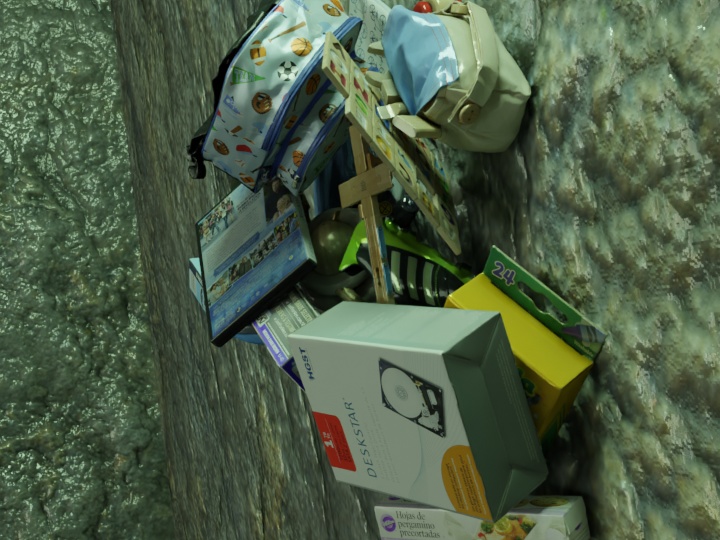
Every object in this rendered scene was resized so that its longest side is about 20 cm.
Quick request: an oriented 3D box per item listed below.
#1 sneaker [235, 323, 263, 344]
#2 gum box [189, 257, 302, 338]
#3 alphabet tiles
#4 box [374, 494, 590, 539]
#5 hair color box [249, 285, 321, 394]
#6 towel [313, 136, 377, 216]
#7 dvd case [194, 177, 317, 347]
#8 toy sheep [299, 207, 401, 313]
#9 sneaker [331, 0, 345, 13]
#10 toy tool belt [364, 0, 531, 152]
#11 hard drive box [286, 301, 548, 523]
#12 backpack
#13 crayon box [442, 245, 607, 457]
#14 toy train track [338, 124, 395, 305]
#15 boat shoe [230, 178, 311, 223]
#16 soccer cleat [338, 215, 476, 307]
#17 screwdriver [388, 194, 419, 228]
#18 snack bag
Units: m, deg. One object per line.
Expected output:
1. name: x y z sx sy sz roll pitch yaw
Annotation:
1. sneaker: -0.049 0.081 1.254 0.066 0.199 0.079 -112 22 -67
2. gum box: -0.097 0.024 1.362 0.170 0.199 0.045 -137 45 -60
3. alphabet tiles: 0.029 -0.125 0.999 0.200 0.008 0.167 50 -161 -23
4. box: 0.104 0.222 0.969 0.199 0.041 0.039 -7 100 39
5. hair color box: -0.025 0.110 1.137 0.200 0.065 0.109 52 178 -36
6. towel: -0.017 -0.110 1.277 0.200 0.048 0.112 120 148 -67
7. dvd case: -0.116 -0.029 1.164 0.143 0.018 0.201 -40 38 19
8. toy sheep: 0.000 0.000 1.180 0.200 0.137 0.139 45 -156 -60
9. sneaker: -0.051 -0.217 1.247 0.077 0.072 0.201 -84 1 -72
10. toy tool belt: 0.060 -0.187 0.983 0.125 0.122 0.201 104 152 -43
11. hard drive box: 0.046 0.115 0.941 0.199 0.077 0.157 1 115 50
12. backpack: -0.071 -0.182 1.096 0.201 0.153 0.191 -61 -6 -28
13. crayon box: 0.119 0.093 0.946 0.126 0.051 0.201 40 139 24
14. toy train track: 0.023 -0.037 1.009 0.115 0.032 0.201 165 97 -66
15. boat shoe: -0.098 -0.077 1.266 0.076 0.074 0.201 -37 38 19
16. soccer cleat: 0.064 0.020 1.037 0.200 0.067 0.081 35 100 32
17. screwdriver: 0.029 -0.037 1.256 0.200 0.028 0.029 124 164 -62
18. snack bag: 0.019 -0.200 1.237 0.189 0.021 0.201 -125 34 -52
